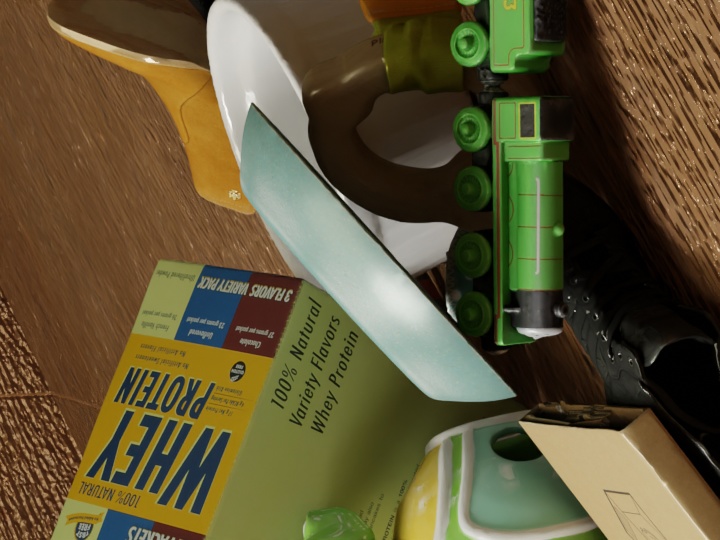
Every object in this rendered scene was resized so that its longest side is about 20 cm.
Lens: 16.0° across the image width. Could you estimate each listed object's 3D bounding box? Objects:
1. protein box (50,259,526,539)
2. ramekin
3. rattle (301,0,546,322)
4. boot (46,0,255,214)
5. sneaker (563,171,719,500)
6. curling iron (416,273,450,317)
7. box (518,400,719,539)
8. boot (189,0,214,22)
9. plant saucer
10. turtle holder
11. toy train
[{"bbox_3d":[-0.042,0.126,1.493,0.200,0.199,0.135,30,165,-40],"label":"protein box"},{"bbox_3d":[-0.005,-0.081,1.494,0.201,0.098,0.201,57,162,31],"label":"ramekin"},{"bbox_3d":[0.048,-0.081,1.378,0.200,0.130,0.143,45,-166,-40],"label":"rattle"},{"bbox_3d":[-0.108,-0.104,1.671,0.144,0.201,0.071,99,-175,-47],"label":"boot"},{"bbox_3d":[0.140,0.031,1.246,0.200,0.060,0.104,61,166,1],"label":"sneaker"},{"bbox_3d":[0.035,0.021,1.632,0.050,0.026,0.200,-28,95,43],"label":"curling iron"},{"bbox_3d":[0.169,0.149,1.284,0.200,0.021,0.163,53,168,-7],"label":"box"},{"bbox_3d":[-0.124,-0.246,1.690,0.200,0.076,0.168,42,155,43],"label":"boot"},{"bbox_3d":[0.000,0.000,1.297,0.200,0.036,0.200,48,-179,-1],"label":"plant saucer"},{"bbox_3d":[0.070,0.156,1.431,0.141,0.185,0.132,39,-144,-72],"label":"turtle holder"},{"bbox_3d":[0.075,-0.059,1.237,0.056,0.042,0.200,1,94,39],"label":"toy train"}]
